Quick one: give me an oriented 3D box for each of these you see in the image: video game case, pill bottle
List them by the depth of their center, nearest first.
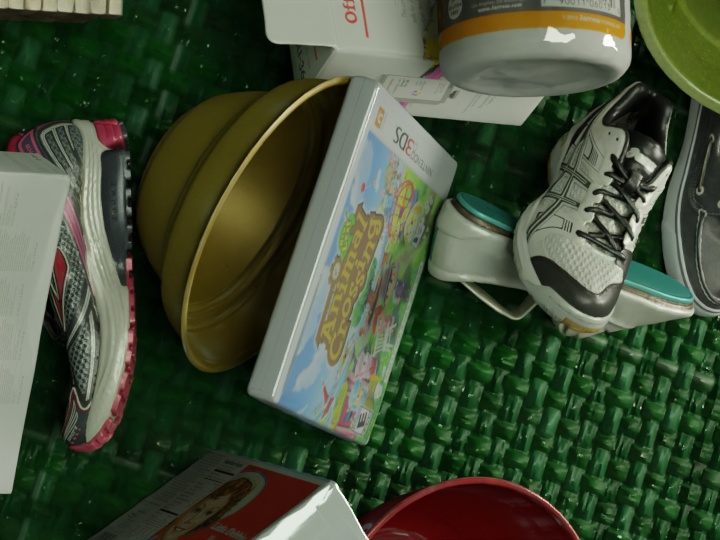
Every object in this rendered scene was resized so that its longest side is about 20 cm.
[{"bbox_3d":[0.102,-0.212,1.251,0.116,0.116,0.201,3,80,-23],"label":"pill bottle"},{"bbox_3d":[0.000,0.000,1.297,0.022,0.182,0.200,16,83,21],"label":"video game case"}]

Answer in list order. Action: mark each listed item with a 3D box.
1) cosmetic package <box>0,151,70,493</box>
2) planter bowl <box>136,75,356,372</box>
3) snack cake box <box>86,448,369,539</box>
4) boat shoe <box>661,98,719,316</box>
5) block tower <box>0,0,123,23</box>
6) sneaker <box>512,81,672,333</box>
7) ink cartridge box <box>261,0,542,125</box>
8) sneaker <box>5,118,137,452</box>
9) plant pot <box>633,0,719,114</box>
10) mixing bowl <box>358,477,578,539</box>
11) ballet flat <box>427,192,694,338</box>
[{"bbox_3d":[-0.231,0.031,1.210,0.082,0.051,0.200,2,109,-37],"label":"cosmetic package"},{"bbox_3d":[-0.078,-0.045,1.272,0.083,0.200,0.201,29,76,20],"label":"planter bowl"},{"bbox_3d":[-0.081,0.172,1.233,0.115,0.200,0.067,-34,104,-19],"label":"snack cake box"},{"bbox_3d":[0.263,-0.067,1.452,0.070,0.066,0.200,14,85,-23],"label":"boat shoe"},{"bbox_3d":[-0.243,-0.180,1.239,0.200,0.058,0.054,1,90,-22],"label":"block tower"},{"bbox_3d":[0.156,-0.049,1.347,0.076,0.088,0.200,30,43,-15],"label":"sneaker"},{"bbox_3d":[0.018,-0.164,1.323,0.200,0.068,0.117,4,60,-23],"label":"ink cartridge box"},{"bbox_3d":[-0.173,0.010,1.265,0.074,0.081,0.201,-3,85,-6],"label":"sneaker"},{"bbox_3d":[0.296,-0.228,1.389,0.200,0.200,0.190,43,39,-18],"label":"plant pot"},{"bbox_3d":[0.039,0.223,1.324,0.200,0.108,0.201,-2,95,-29],"label":"mixing bowl"},{"bbox_3d":[0.130,0.008,1.402,0.200,0.069,0.070,21,83,-24],"label":"ballet flat"}]
